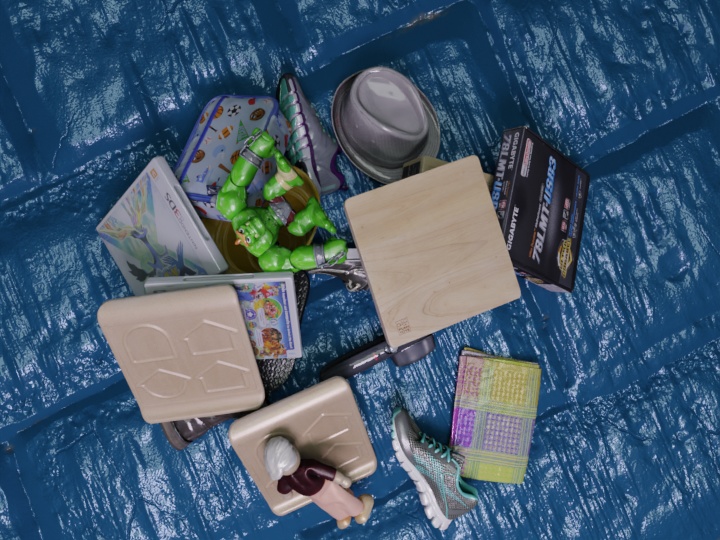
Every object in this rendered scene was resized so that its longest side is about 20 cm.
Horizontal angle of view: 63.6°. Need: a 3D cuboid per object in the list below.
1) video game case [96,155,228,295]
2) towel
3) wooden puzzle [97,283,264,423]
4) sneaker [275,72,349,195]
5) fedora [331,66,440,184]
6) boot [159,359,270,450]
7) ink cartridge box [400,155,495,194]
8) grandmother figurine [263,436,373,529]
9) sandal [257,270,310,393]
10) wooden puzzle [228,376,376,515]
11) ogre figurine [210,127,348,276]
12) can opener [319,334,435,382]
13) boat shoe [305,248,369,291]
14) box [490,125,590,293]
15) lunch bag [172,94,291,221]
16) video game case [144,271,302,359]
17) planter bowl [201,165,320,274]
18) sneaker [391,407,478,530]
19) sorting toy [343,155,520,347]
[{"bbox_3d":[-0.300,-0.035,0.860,0.198,0.022,0.185,-33,89,36],"label":"video game case"},{"bbox_3d":[0.217,0.237,0.947,0.139,0.023,0.206,9,86,-5],"label":"towel"},{"bbox_3d":[-0.236,0.112,0.793,0.180,0.047,0.204,-8,121,0],"label":"wooden puzzle"},{"bbox_3d":[-0.079,-0.218,0.941,0.086,0.074,0.206,-12,88,-30],"label":"sneaker"},{"bbox_3d":[0.048,-0.245,0.924,0.176,0.090,0.201,-42,89,-12],"label":"fedora"},{"bbox_3d":[-0.236,0.155,0.876,0.171,0.069,0.203,-28,89,5],"label":"boot"},{"bbox_3d":[0.154,-0.071,0.908,0.195,0.075,0.170,11,86,-24],"label":"ink cartridge box"},{"bbox_3d":[-0.070,0.303,0.833,0.120,0.061,0.201,-30,123,17],"label":"grandmother figurine"},{"bbox_3d":[-0.123,0.098,0.913,0.074,0.048,0.205,18,84,6],"label":"sandal"},{"bbox_3d":[-0.082,0.260,0.874,0.181,0.047,0.204,-22,123,-7],"label":"wooden puzzle"},{"bbox_3d":[-0.114,-0.071,0.777,0.119,0.098,0.201,-36,114,5],"label":"ogre figurine"},{"bbox_3d":[0.025,0.131,0.917,0.196,0.063,0.080,-22,89,-6],"label":"can opener"},{"bbox_3d":[0.000,0.000,0.920,0.194,0.071,0.066,-1,85,-6],"label":"boat shoe"},{"bbox_3d":[0.278,-0.088,0.905,0.196,0.049,0.205,21,78,-38],"label":"box"},{"bbox_3d":[-0.201,-0.170,0.875,0.156,0.076,0.204,11,66,24],"label":"lunch bag"},{"bbox_3d":[-0.184,0.068,0.802,0.194,0.018,0.146,-2,126,0],"label":"video game case"},{"bbox_3d":[-0.142,-0.057,0.889,0.195,0.084,0.205,-7,62,13],"label":"planter bowl"},{"bbox_3d":[0.116,0.294,0.899,0.090,0.078,0.203,-27,97,15],"label":"sneaker"},{"bbox_3d":[0.093,-0.027,0.801,0.195,0.070,0.204,-19,92,-10],"label":"sorting toy"}]
